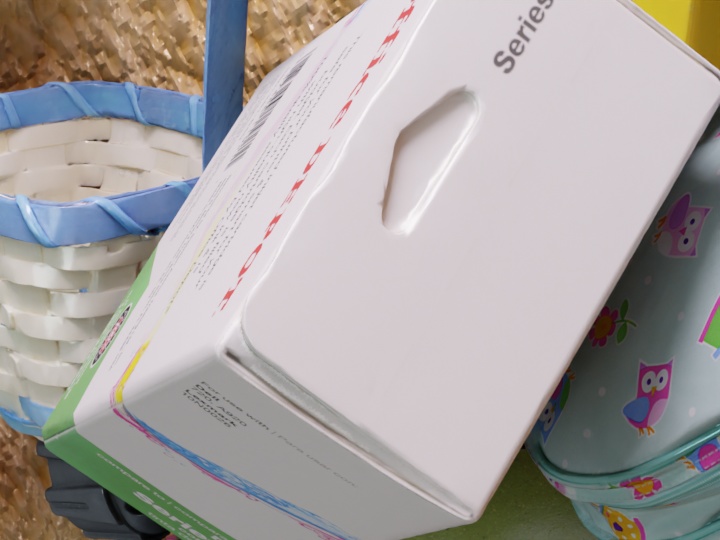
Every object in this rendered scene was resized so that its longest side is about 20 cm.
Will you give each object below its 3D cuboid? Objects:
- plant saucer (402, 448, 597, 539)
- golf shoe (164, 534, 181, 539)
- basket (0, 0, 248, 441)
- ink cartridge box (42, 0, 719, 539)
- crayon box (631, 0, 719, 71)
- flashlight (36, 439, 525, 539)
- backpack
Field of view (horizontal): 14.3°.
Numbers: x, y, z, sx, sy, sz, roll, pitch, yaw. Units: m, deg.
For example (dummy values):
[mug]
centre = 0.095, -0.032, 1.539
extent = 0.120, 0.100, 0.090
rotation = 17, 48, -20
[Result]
[plant saucer]
centre = 0.048, 0.157, 0.935
extent = 0.031, 0.199, 0.201
rotation = -131, 38, -66
[golf shoe]
centre = -0.095, 0.176, 1.085
extent = 0.201, 0.092, 0.073
rotation = 90, 155, -48
[basket]
centre = -0.101, -0.047, 1.006
extent = 0.176, 0.139, 0.201
rotation = 22, 123, 46
[ink cartridge box]
centre = 0.000, 0.000, 0.810
extent = 0.084, 0.145, 0.200
rotation = 35, 161, -11
[crayon box]
centre = 0.036, -0.161, 0.823
extent = 0.199, 0.058, 0.174
rotation = 21, 115, 35
[flashlight]
centre = -0.034, 0.076, 1.051
extent = 0.199, 0.068, 0.068
rotation = -5, 136, 42
[backpack]
centre = 0.142, 0.012, 0.797
extent = 0.126, 0.167, 0.200
rotation = 36, 131, -25
